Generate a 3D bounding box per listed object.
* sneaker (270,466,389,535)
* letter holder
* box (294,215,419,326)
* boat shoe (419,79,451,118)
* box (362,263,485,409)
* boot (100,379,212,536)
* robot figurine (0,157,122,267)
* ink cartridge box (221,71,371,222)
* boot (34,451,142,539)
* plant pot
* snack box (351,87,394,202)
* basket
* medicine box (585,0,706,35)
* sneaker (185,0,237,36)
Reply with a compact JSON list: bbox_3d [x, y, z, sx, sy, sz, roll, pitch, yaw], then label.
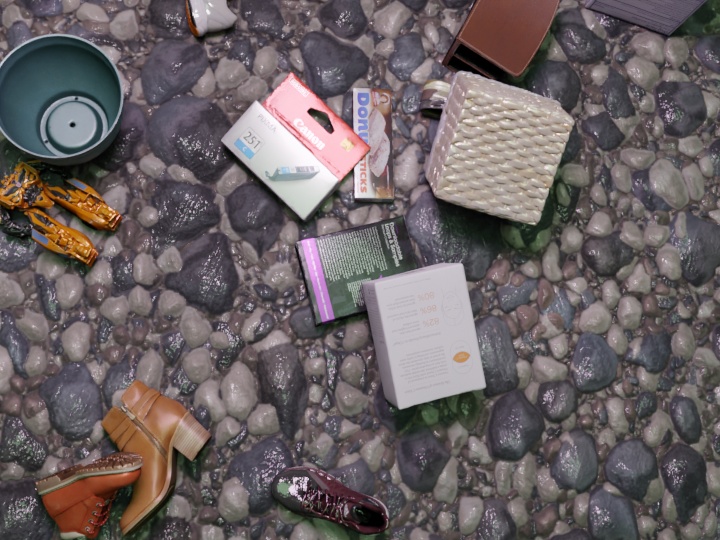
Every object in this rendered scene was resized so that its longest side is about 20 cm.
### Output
[{"bbox_3d":[-0.041,0.355,1.218,0.196,0.116,0.077,18,76,-4],"label":"sneaker"},{"bbox_3d":[0.262,-0.442,1.442,0.141,0.101,0.202,29,76,-3],"label":"letter holder"},{"bbox_3d":[0.000,0.000,1.342,0.196,0.036,0.146,-14,81,-10],"label":"box"},{"bbox_3d":[0.198,-0.277,1.415,0.198,0.072,0.067,22,81,2],"label":"boat shoe"},{"bbox_3d":[0.100,0.102,1.278,0.149,0.106,0.204,-11,93,-11],"label":"box"},{"bbox_3d":[-0.343,0.283,1.212,0.154,0.077,0.201,35,82,5],"label":"boot"},{"bbox_3d":[-0.496,-0.101,1.277,0.198,0.058,0.147,30,73,-1],"label":"robot figurine"},{"bbox_3d":[-0.108,-0.216,1.352,0.200,0.045,0.177,42,87,2],"label":"ink cartridge box"},{"bbox_3d":[-0.385,0.333,1.164,0.198,0.075,0.109,-23,85,28],"label":"boot"},{"bbox_3d":[-0.474,-0.255,1.275,0.196,0.134,0.205,2,78,-9],"label":"plant pot"},{"bbox_3d":[0.021,-0.222,1.397,0.070,0.024,0.204,0,78,-7],"label":"snack box"},{"bbox_3d":[0.225,-0.204,1.318,0.196,0.161,0.202,16,108,-3],"label":"basket"},{"bbox_3d":[0.542,-0.547,1.452,0.179,0.200,0.105,17,78,-4],"label":"medicine box"},{"bbox_3d":[-0.271,-0.515,1.399,0.090,0.076,0.204,-11,87,-18],"label":"sneaker"}]
